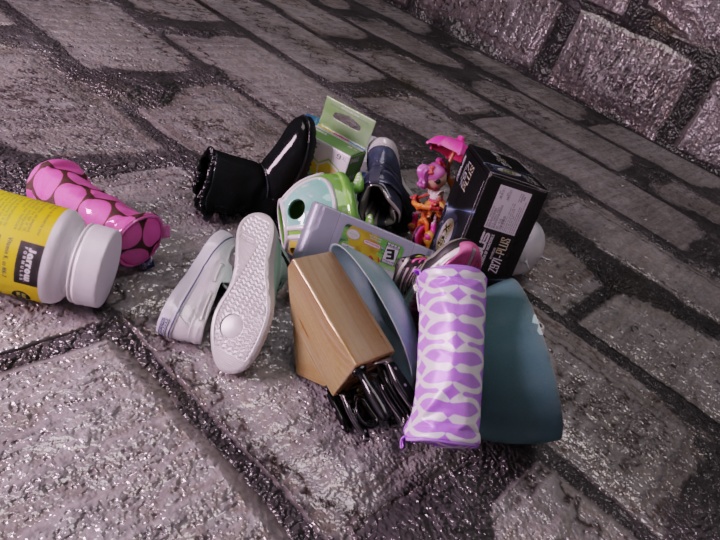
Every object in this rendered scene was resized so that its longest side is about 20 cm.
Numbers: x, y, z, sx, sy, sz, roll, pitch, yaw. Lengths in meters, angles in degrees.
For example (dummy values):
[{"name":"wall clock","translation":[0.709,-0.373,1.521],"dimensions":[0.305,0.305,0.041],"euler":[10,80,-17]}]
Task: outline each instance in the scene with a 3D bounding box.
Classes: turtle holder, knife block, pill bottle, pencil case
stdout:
[{"name":"turtle holder","translation":[-0.058,-0.058,0.982],"dimensions":[0.130,0.188,0.141],"euler":[-6,4,-14]},{"name":"knife block","translation":[-0.006,0.088,0.736],"dimensions":[0.063,0.203,0.174],"euler":[-13,15,-40]},{"name":"pill bottle","translation":[-0.391,-0.028,0.734],"dimensions":[0.197,0.115,0.115],"euler":[15,32,-9]},{"name":"pencil case","translation":[-0.358,-0.081,0.862],"dimensions":[0.199,0.092,0.093],"euler":[32,41,20]},{"name":"pencil case","translation":[0.091,0.090,0.678],"dimensions":[0.084,0.084,0.203],"euler":[3,70,8]}]

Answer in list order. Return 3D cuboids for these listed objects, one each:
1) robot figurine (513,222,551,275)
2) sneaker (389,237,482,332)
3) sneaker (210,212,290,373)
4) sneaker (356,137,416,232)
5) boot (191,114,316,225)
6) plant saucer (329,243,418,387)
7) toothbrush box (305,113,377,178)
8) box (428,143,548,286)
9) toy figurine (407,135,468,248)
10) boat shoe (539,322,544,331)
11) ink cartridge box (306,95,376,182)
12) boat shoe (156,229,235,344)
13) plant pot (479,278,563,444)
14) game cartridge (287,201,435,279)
[{"name":"robot figurine","translation":[0.263,-0.069,1.184],"dimensions":[0.168,0.114,0.200],"euler":[-25,51,-28]},{"name":"sneaker","translation":[0.086,0.005,0.821],"dimensions":[0.073,0.200,0.088],"euler":[3,58,-21]},{"name":"sneaker","translation":[-0.129,0.042,0.813],"dimensions":[0.073,0.118,0.203],"euler":[5,70,11]},{"name":"sneaker","translation":[0.049,-0.103,1.089],"dimensions":[0.076,0.203,0.147],"euler":[-9,47,16]},{"name":"boot","translation":[-0.171,-0.164,1.002],"dimensions":[0.161,0.200,0.074],"euler":[6,30,-34]},{"name":"plant saucer","translation":[0.025,0.050,0.790],"dimensions":[0.038,0.202,0.201],"euler":[-27,49,-14]},{"name":"toothbrush box","translation":[-0.036,-0.224,1.271],"dimensions":[0.198,0.086,0.147],"euler":[19,31,-7]},{"name":"box","translation":[0.170,-0.057,0.903],"dimensions":[0.085,0.202,0.164],"euler":[16,23,-7]},{"name":"toy figurine","translation":[0.133,-0.125,1.044],"dimensions":[0.199,0.186,0.149],"euler":[-26,30,-32]},{"name":"boat shoe","translation":[0.227,0.050,1.025],"dimensions":[0.070,0.070,0.200],"euler":[-8,41,-36]},{"name":"ink cartridge box","translation":[-0.058,-0.178,1.076],"dimensions":[0.103,0.202,0.059],"euler":[31,30,17]},{"name":"boat shoe","translation":[-0.196,0.023,0.827],"dimensions":[0.065,0.074,0.201],"euler":[24,41,-4]},{"name":"plant pot","translation":[0.149,0.125,0.782],"dimensions":[0.133,0.202,0.201],"euler":[-15,36,2]},{"name":"game cartridge","translation":[0.000,0.000,0.907],"dimensions":[0.198,0.135,0.040],"euler":[21,0,-11]}]
